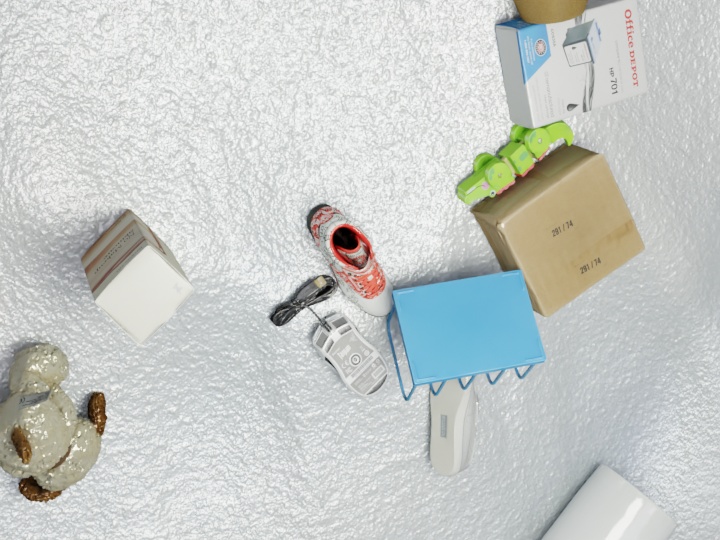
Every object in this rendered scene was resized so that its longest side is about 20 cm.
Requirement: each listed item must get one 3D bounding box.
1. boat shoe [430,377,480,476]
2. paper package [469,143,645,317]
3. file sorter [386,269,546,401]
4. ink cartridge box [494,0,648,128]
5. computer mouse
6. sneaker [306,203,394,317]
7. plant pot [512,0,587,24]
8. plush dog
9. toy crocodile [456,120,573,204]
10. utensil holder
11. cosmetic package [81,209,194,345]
[{"bbox_3d":[0.155,0.217,1.776,0.068,0.071,0.204,-4,95,-47],"label":"boat shoe"},{"bbox_3d":[0.299,-0.061,1.730,0.199,0.103,0.192,-35,114,-9],"label":"paper package"},{"bbox_3d":[0.147,0.102,1.676,0.196,0.123,0.141,-9,68,-12],"label":"file sorter"},{"bbox_3d":[0.310,-0.310,1.679,0.197,0.086,0.149,-18,109,-13],"label":"ink cartridge box"},{"bbox_3d":[-0.036,0.105,1.689,0.109,0.044,0.201,-41,108,-10],"label":"computer mouse"},{"bbox_3d":[-0.001,0.000,1.636,0.067,0.108,0.203,-37,113,-7],"label":"sneaker"},{"bbox_3d":[0.259,-0.453,1.581,0.183,0.187,0.203,-18,118,-14],"label":"plant pot"},{"bbox_3d":[-0.420,0.227,1.540,0.201,0.160,0.172,-49,137,-2],"label":"plush dog"},{"bbox_3d":[0.227,-0.162,1.696,0.199,0.067,0.062,-39,114,-6],"label":"toy crocodile"},{"bbox_3d":[0.394,0.442,1.863,0.169,0.170,0.201,39,87,-24],"label":"utensil holder"},{"bbox_3d":[-0.293,0.004,1.482,0.103,0.200,0.087,-45,115,-3],"label":"cosmetic package"}]
